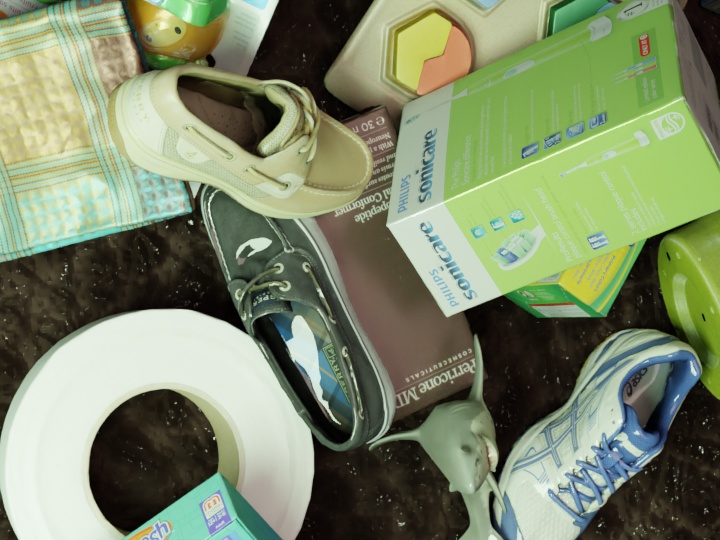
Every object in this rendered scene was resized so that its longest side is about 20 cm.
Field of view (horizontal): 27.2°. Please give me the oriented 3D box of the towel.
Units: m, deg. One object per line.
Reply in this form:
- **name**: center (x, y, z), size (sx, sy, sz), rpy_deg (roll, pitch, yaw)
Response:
- **towel**: center (-0.214, -0.078, 0.907), size (0.198, 0.022, 0.148), rpy_deg (-12, 112, 14)

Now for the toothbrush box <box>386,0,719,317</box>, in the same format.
- **toothbrush box**: center (0.125, -0.077, 0.945), size (0.199, 0.146, 0.086), rpy_deg (-22, 122, 21)

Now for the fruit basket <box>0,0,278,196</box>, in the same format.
- **fruit basket**: center (-0.154, -0.156, 0.917), size (0.184, 0.094, 0.201), rpy_deg (29, 112, 2)

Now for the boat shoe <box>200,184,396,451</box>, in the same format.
- **boat shoe**: center (-0.048, 0.026, 0.942), size (0.070, 0.066, 0.201), rpy_deg (-27, 90, 23)

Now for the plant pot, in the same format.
- **plant pot**: center (0.325, 0.004, 1.068), size (0.191, 0.200, 0.202), rpy_deg (-21, 94, -5)

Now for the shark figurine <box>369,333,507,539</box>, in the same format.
- **shark figurine**: center (0.052, 0.131, 0.991), size (0.089, 0.215, 0.129), rpy_deg (-8, 58, 3)

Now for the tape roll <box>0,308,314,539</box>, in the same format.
- **tape roll**: center (-0.133, 0.126, 0.969), size (0.200, 0.071, 0.205), rpy_deg (1, 87, -18)

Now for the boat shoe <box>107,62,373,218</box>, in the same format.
- **boat shoe**: center (-0.055, -0.080, 0.894), size (0.199, 0.065, 0.073), rpy_deg (14, 65, -45)

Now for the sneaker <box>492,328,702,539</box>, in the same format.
- **sneaker**: center (0.166, 0.124, 1.054), size (0.075, 0.088, 0.201), rpy_deg (35, 79, -15)

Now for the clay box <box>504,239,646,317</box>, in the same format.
- **clay box**: center (0.178, -0.063, 1.051), size (0.047, 0.115, 0.201), rpy_deg (33, 79, -14)

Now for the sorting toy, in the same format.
- **sorting toy**: center (0.100, -0.157, 1.024), size (0.184, 0.037, 0.201), rpy_deg (31, 107, -15)

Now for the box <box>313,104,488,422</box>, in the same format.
- **box**: center (0.000, 0.000, 1.016), size (0.099, 0.075, 0.202), rpy_deg (-23, 96, -17)

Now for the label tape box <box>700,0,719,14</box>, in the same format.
- **label tape box**: center (0.375, -0.244, 1.147), size (0.198, 0.066, 0.145), rpy_deg (17, 83, -14)

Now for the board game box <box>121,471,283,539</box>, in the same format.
- **board game box**: center (-0.092, 0.234, 0.922), size (0.151, 0.045, 0.200), rpy_deg (-34, 129, 2)
